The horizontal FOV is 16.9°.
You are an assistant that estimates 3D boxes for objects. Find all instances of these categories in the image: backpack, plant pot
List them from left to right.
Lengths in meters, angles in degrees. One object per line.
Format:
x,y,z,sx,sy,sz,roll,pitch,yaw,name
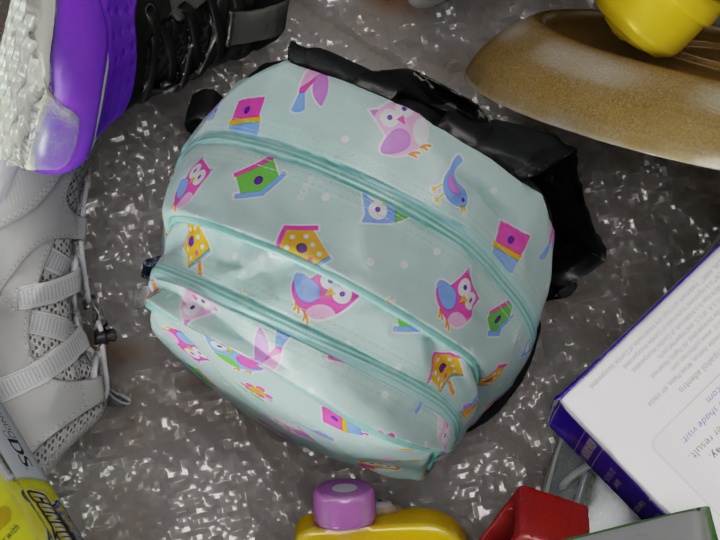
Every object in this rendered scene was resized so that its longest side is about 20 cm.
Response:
0.000,0.000,0.842,0.167,0.200,0.127,20,81,1,backpack
0.137,-0.063,0.860,0.200,0.200,0.028,10,103,0,plant pot

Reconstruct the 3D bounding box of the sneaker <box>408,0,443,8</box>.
-0.006,-0.185,0.932,0.130,0.079,0.199,-42,94,-16,sneaker

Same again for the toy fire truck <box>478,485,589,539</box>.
0.076,0.190,0.850,0.141,0.049,0.200,21,105,-3,toy fire truck

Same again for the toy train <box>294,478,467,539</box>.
0.010,0.155,0.895,0.200,0.056,0.150,23,103,-6,toy train

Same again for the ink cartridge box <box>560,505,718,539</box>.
0.069,0.195,0.782,0.146,0.084,0.200,-15,103,10,ink cartridge box

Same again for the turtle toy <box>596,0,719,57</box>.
0.105,-0.171,0.830,0.101,0.200,0.146,37,106,-18,turtle toy

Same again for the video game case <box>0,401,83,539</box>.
-0.158,0.162,0.828,0.200,0.025,0.181,-45,61,18,video game case

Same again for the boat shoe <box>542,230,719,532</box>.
0.135,0.037,0.908,0.074,0.065,0.202,37,83,5,boat shoe

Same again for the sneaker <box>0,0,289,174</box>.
-0.074,-0.098,0.877,0.099,0.200,0.070,14,125,-8,sneaker

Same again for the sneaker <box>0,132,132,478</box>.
-0.122,0.026,0.907,0.082,0.075,0.200,16,91,-8,sneaker

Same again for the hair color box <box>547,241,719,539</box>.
0.173,0.083,0.837,0.109,0.065,0.200,-43,80,-7,hair color box
